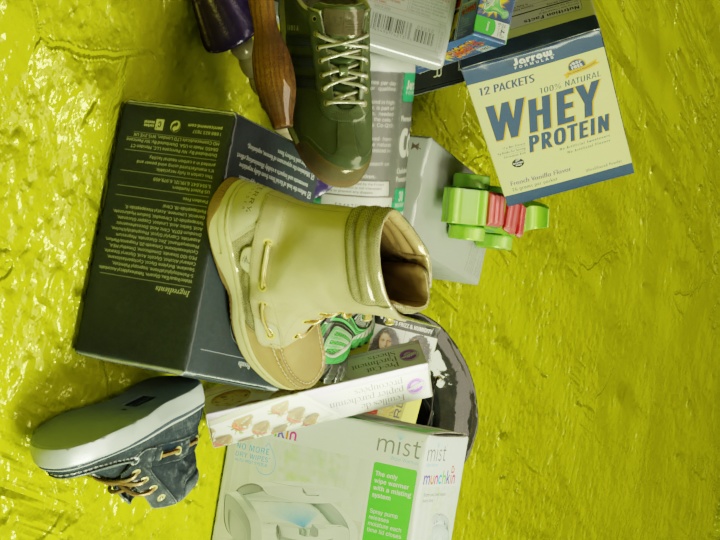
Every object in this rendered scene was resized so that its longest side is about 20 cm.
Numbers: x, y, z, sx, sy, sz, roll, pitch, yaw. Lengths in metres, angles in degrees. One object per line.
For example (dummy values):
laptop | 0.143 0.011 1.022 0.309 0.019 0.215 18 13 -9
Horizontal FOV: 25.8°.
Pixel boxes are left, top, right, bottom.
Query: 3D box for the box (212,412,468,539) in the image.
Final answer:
box | -0.020 0.214 1.412 0.097 0.199 0.178 11 89 -63

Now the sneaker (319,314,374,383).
sneaker | -0.020 0.026 1.363 0.200 0.077 0.086 -74 180 -72

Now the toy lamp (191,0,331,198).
toy lamp | -0.079 -0.152 1.310 0.201 0.058 0.058 59 44 -27

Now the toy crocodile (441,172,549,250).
toy crocodile | 0.135 -0.059 1.614 0.200 0.061 0.068 12 85 -63

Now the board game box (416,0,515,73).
board game box | 0.089 -0.260 1.428 0.034 0.200 0.136 14 86 -19

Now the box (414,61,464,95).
box | 0.058 -0.283 1.591 0.160 0.043 0.202 -23 117 -59

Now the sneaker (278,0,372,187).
sneaker | -0.024 -0.173 1.239 0.090 0.067 0.201 119 -34 -57

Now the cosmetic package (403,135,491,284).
cosmetic package | 0.065 -0.062 1.633 0.200 0.081 0.114 31 70 -60

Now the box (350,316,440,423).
box | 0.011 0.139 1.504 0.075 0.050 0.201 16 91 -24

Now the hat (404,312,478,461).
hat | 0.020 0.130 1.577 0.199 0.081 0.202 -3 98 -19

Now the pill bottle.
pill bottle | -0.009 -0.146 1.422 0.113 0.112 0.202 -13 110 -61

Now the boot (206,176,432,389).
boot | -0.019 0.023 1.170 0.073 0.154 0.201 -56 143 -40

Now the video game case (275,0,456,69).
video game case | -0.004 -0.286 1.349 0.023 0.199 0.183 174 -71 -72

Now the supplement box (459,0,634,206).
supplement box | 0.174 -0.214 1.558 0.201 0.133 0.201 64 15 -47

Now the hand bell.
hand bell | -0.076 -0.210 1.219 0.104 0.103 0.202 -9 87 -62

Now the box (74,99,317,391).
box | -0.124 -0.016 1.243 0.148 0.106 0.202 21 78 -63

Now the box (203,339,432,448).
box | -0.038 0.107 1.368 0.042 0.198 0.039 -110 -171 -56

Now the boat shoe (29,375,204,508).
boat shoe | -0.180 0.148 1.218 0.200 0.070 0.092 -21 112 -62
